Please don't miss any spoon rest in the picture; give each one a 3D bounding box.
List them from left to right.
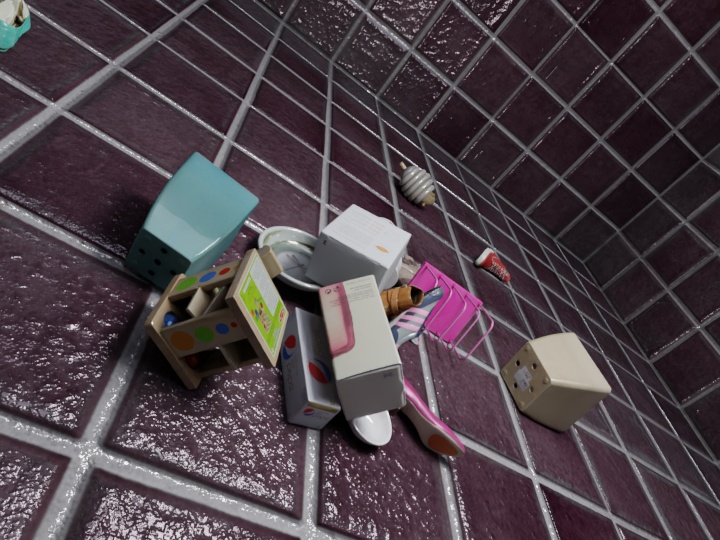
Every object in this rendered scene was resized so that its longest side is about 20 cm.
[{"bbox_3d":[0.002,0.223,0.931,0.098,0.061,0.202,19,35,-39],"label":"spoon rest"}]

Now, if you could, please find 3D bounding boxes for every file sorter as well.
[{"bbox_3d":[0.208,0.106,1.267,0.199,0.140,0.126,33,13,-18],"label":"file sorter"}]

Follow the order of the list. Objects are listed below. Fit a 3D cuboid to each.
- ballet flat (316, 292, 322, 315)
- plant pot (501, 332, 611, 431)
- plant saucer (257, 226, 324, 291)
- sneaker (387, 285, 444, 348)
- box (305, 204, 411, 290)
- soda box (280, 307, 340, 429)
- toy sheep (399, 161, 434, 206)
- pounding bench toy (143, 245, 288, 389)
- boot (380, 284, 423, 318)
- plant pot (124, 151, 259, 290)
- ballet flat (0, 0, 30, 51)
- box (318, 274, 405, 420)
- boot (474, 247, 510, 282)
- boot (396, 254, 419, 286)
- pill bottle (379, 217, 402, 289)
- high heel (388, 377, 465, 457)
[{"bbox_3d":[-0.058,0.047,1.102,0.066,0.057,0.202,37,27,-31],"label":"ballet flat"},{"bbox_3d":[0.510,0.296,1.399,0.175,0.201,0.201,12,38,-28],"label":"plant pot"},{"bbox_3d":[-0.131,-0.013,1.082,0.198,0.051,0.201,24,29,-14],"label":"plant saucer"},{"bbox_3d":[0.119,0.116,1.138,0.083,0.199,0.070,53,-9,0],"label":"sneaker"},{"bbox_3d":[0.000,-0.034,1.064,0.151,0.107,0.200,28,29,7],"label":"box"},{"bbox_3d":[-0.091,0.165,0.882,0.067,0.064,0.202,24,33,-32],"label":"soda box"},{"bbox_3d":[0.213,-0.330,1.952,0.200,0.138,0.138,47,26,-1],"label":"toy sheep"},{"bbox_3d":[-0.205,0.052,0.771,0.201,0.154,0.126,-85,156,-58],"label":"pounding bench toy"},{"bbox_3d":[0.065,0.061,1.122,0.078,0.153,0.200,69,21,0],"label":"boot"},{"bbox_3d":[-0.294,-0.070,0.865,0.141,0.141,0.201,37,35,-12],"label":"plant pot"},{"bbox_3d":[-0.692,-0.505,1.013,0.067,0.071,0.202,21,34,-36],"label":"ballet flat"},{"bbox_3d":[0.000,0.130,0.884,0.202,0.107,0.129,-106,-176,-45],"label":"box"},{"bbox_3d":[0.520,-0.012,1.984,0.145,0.072,0.199,52,24,13],"label":"boot"},{"bbox_3d":[0.157,0.022,1.431,0.198,0.070,0.147,26,29,-32],"label":"boot"},{"bbox_3d":[0.050,-0.043,1.325,0.110,0.111,0.201,31,29,-22],"label":"pill bottle"},{"bbox_3d":[0.129,0.283,1.014,0.198,0.068,0.096,31,37,4],"label":"high heel"}]
